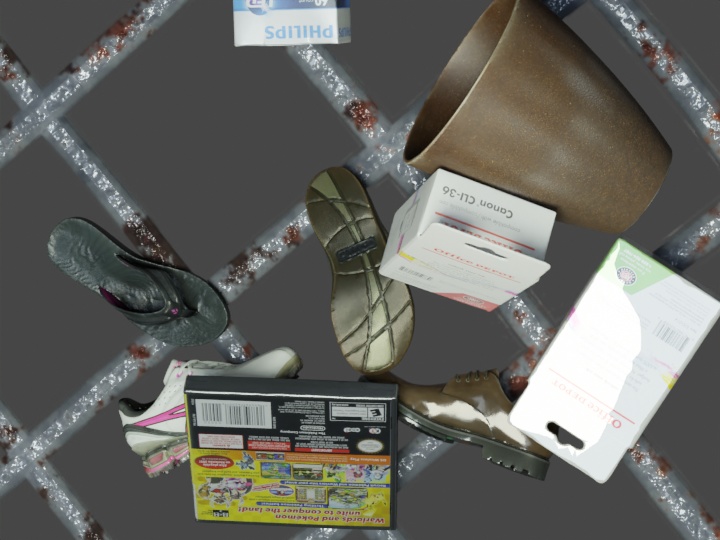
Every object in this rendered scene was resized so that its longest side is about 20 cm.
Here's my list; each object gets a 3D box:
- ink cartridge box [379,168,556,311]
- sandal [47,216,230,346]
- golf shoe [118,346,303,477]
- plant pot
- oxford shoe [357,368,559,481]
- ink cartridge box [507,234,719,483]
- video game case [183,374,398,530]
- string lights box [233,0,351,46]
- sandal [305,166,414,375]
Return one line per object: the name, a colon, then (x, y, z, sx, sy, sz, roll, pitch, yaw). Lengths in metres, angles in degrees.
ink cartridge box: (0.098, -0.028, 1.594, 0.116, 0.200, 0.068, 19, 76, -8)
sandal: (-0.223, 0.018, 1.763, 0.200, 0.048, 0.076, 27, 104, 7)
golf shoe: (-0.150, 0.120, 1.753, 0.200, 0.073, 0.092, -32, 90, 16)
plant pot: (0.171, -0.123, 1.600, 0.200, 0.187, 0.187, 32, 105, -9)
oxford shoe: (0.095, 0.126, 1.711, 0.199, 0.073, 0.085, 21, 86, 7)
ink cartridge box: (0.233, 0.081, 1.659, 0.117, 0.067, 0.200, 33, 99, 5)
video game case: (-0.064, 0.175, 1.711, 0.199, 0.026, 0.181, 2, 130, 3)
string lights box: (-0.066, -0.310, 1.668, 0.102, 0.059, 0.201, 1, 100, 13)
sandal: (0.000, 0.000, 1.714, 0.081, 0.055, 0.201, -22, 80, 9)
